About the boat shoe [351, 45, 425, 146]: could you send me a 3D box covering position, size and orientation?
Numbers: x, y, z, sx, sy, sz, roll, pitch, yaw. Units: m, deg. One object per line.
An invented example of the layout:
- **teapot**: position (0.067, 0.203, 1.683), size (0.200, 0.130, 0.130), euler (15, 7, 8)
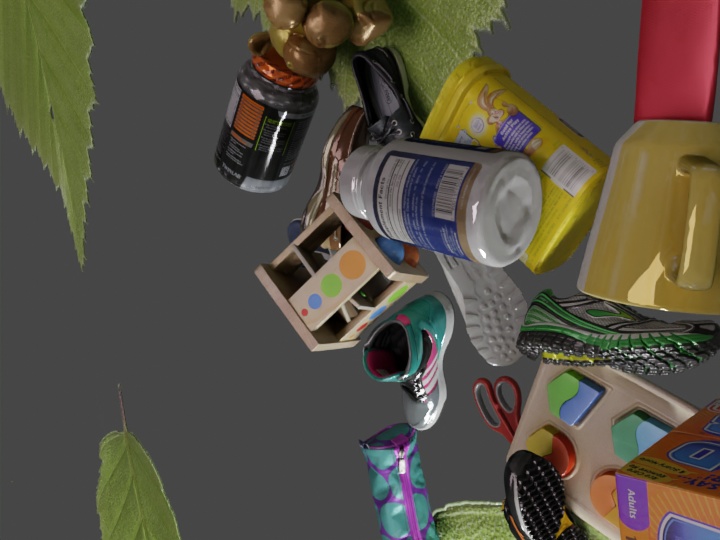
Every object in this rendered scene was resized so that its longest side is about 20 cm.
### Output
- **boat shoe**: position (0.035, -0.190, 0.909), size (0.074, 0.066, 0.201), euler (-19, 81, 48)

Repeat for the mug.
- **mug**: position (0.281, -0.048, 0.617), size (0.186, 0.148, 0.154), euler (-151, 64, -70)

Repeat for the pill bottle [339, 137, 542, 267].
- **pill bottle**: position (0.074, -0.077, 0.742), size (0.199, 0.111, 0.112), euler (18, 114, 43)

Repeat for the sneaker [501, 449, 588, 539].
- **sneaker**: position (0.188, 0.272, 0.825), size (0.090, 0.070, 0.201), euler (13, 142, 50)

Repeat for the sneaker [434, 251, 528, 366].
- **sneaker**: position (0.142, 0.018, 0.861), size (0.081, 0.076, 0.201), euler (-100, -13, -80)

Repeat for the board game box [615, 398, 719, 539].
- **board game box**: position (0.350, 0.240, 0.578), size (0.199, 0.199, 0.201), euler (1, 101, 49)

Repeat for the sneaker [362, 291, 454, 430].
- **sneaker**: position (0.058, 0.133, 0.943), size (0.083, 0.120, 0.201), euler (24, 118, 42)

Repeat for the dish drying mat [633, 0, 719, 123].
- **dish drying mat**: position (0.290, -0.234, 0.652), size (0.077, 0.018, 0.201), euler (15, 113, 47)

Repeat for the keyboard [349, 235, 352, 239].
- **keyboard**: position (0.039, -0.070, 0.985), size (0.200, 0.039, 0.105), euler (-15, 66, 51)

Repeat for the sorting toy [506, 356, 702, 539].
- **sorting toy**: position (0.255, 0.191, 0.790), size (0.185, 0.036, 0.201), euler (31, 121, 37)

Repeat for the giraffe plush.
- **giraffe plush**: position (-0.067, -0.320, 0.919), size (0.162, 0.172, 0.201), euler (127, 154, -51)

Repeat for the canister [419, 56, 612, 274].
- **canister**: position (0.164, -0.112, 0.779), size (0.200, 0.086, 0.149), euler (48, 133, 27)

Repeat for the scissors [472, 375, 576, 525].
- **scissors**: position (0.199, 0.222, 0.892), size (0.073, 0.014, 0.201), euler (-33, 77, 45)

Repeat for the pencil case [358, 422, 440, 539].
- **pencil case**: position (0.059, 0.325, 1.024), size (0.092, 0.085, 0.201), euler (175, 82, -76)

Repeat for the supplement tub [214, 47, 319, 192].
- **supplement tub**: position (-0.135, -0.224, 1.061), size (0.123, 0.122, 0.200), euler (51, 133, 27)

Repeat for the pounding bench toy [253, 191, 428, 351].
- **pounding bench toy**: position (0.000, 0.000, 0.915), size (0.156, 0.200, 0.124), euler (-43, 72, 15)

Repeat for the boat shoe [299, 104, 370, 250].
- **boat shoe**: position (-0.015, -0.121, 0.988), size (0.074, 0.076, 0.201), euler (26, 108, 22)

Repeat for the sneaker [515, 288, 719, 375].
- **sneaker**: position (0.256, 0.052, 0.727), size (0.199, 0.078, 0.086), euler (4, 68, 35)

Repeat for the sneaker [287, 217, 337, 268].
- **sneaker**: position (-0.075, 0.010, 1.088), size (0.075, 0.084, 0.201), euler (-47, 65, 45)
